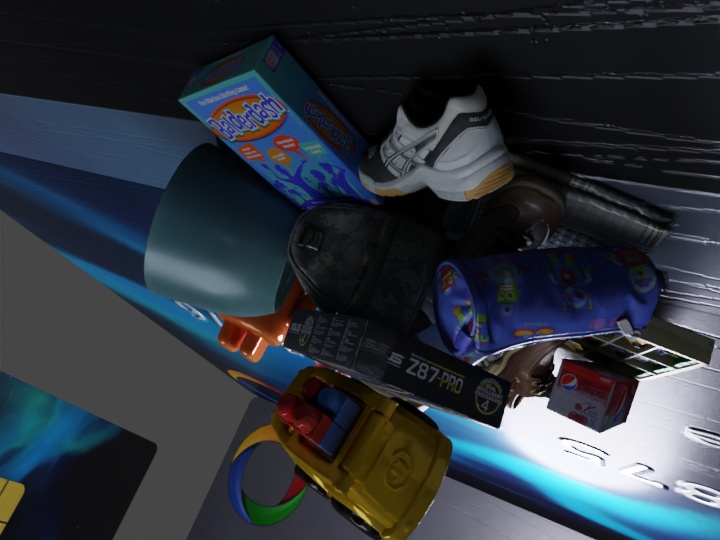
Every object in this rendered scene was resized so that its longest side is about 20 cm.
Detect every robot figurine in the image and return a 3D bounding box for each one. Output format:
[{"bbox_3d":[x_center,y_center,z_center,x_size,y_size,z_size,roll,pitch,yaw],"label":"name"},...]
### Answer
[{"bbox_3d":[-0.140,0.031,0.928,0.141,0.205,0.116,8,159,47],"label":"robot figurine"}]

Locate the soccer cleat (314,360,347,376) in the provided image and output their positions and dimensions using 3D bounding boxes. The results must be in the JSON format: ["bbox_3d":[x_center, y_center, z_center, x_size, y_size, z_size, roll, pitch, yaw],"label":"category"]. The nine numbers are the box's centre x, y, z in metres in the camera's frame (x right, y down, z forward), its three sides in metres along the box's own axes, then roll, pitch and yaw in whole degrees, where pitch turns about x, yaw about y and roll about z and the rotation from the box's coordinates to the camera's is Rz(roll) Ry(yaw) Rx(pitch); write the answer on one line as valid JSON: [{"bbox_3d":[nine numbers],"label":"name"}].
[{"bbox_3d":[0.010,0.075,0.863,0.066,0.202,0.077,33,168,25],"label":"soccer cleat"}]

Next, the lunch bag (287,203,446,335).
[{"bbox_3d":[0.000,0.000,0.738,0.164,0.143,0.200,26,174,5],"label":"lunch bag"}]

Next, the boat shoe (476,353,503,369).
[{"bbox_3d":[0.193,0.138,0.970,0.071,0.067,0.200,33,158,-14],"label":"boat shoe"}]

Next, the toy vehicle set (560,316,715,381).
[{"bbox_3d":[0.304,0.084,0.717,0.121,0.027,0.200,21,169,12],"label":"toy vehicle set"}]

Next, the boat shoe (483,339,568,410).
[{"bbox_3d":[0.214,0.118,0.772,0.068,0.071,0.202,53,154,17],"label":"boat shoe"}]

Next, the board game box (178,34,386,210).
[{"bbox_3d":[-0.076,-0.142,0.657,0.149,0.046,0.199,3,149,47],"label":"board game box"}]

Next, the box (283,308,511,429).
[{"bbox_3d":[0.025,0.091,0.600,0.157,0.051,0.199,24,170,-21],"label":"box"}]

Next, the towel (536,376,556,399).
[{"bbox_3d":[0.287,0.177,0.908,0.196,0.018,0.086,23,-165,-36],"label":"towel"}]

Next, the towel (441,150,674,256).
[{"bbox_3d":[0.179,-0.035,0.621,0.195,0.035,0.194,24,160,8],"label":"towel"}]

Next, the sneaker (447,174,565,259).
[{"bbox_3d":[0.131,-0.012,0.590,0.069,0.077,0.201,24,157,-1],"label":"sneaker"}]

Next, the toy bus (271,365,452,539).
[{"bbox_3d":[-0.029,0.170,0.664,0.197,0.138,0.192,16,157,49],"label":"toy bus"}]

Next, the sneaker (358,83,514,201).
[{"bbox_3d":[0.056,-0.118,0.547,0.198,0.074,0.090,12,127,58],"label":"sneaker"}]

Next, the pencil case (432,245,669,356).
[{"bbox_3d":[0.161,0.026,0.532,0.193,0.089,0.079,-5,142,-13],"label":"pencil case"}]

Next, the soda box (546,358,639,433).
[{"bbox_3d":[0.300,0.156,0.783,0.069,0.065,0.198,20,-177,32],"label":"soda box"}]

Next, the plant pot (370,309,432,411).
[{"bbox_3d":[0.051,0.110,0.944,0.196,0.203,0.094,25,133,1],"label":"plant pot"}]

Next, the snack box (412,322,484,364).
[{"bbox_3d":[0.127,0.091,0.791,0.069,0.165,0.201,58,164,12],"label":"snack box"}]

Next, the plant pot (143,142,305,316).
[{"bbox_3d":[-0.155,-0.036,0.793,0.156,0.206,0.201,21,160,2],"label":"plant pot"}]
